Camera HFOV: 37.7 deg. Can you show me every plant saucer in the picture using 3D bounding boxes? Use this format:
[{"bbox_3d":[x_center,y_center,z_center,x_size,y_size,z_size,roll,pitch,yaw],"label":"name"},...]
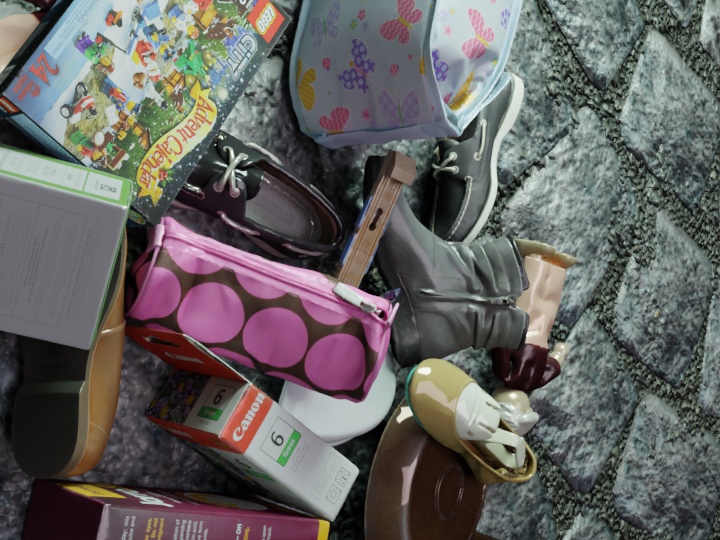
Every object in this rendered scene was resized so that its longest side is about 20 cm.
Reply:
[{"bbox_3d":[0.071,0.203,0.987,0.200,0.034,0.201,-14,107,-54],"label":"plant saucer"}]

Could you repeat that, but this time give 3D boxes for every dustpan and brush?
[{"bbox_3d":[0.002,0.110,0.951,0.200,0.057,0.140,31,62,-31],"label":"dustpan and brush"}]

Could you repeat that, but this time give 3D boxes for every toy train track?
[{"bbox_3d":[0.000,0.000,0.857,0.115,0.033,0.200,22,93,-37],"label":"toy train track"}]

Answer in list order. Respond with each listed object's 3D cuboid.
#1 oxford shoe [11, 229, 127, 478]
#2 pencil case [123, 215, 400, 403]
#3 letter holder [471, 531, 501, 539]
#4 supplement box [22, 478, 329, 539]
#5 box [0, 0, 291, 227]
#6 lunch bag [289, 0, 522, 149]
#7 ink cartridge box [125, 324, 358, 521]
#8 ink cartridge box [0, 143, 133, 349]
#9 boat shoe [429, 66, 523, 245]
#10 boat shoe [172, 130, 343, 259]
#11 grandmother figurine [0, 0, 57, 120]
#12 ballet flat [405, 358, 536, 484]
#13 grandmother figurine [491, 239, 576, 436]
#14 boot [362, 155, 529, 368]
[{"bbox_3d":[-0.201,0.049,0.767,0.071,0.071,0.201,33,64,-69],"label":"oxford shoe"},{"bbox_3d":[-0.074,0.025,0.789,0.199,0.094,0.091,18,58,-6],"label":"pencil case"},{"bbox_3d":[0.161,0.374,1.065,0.200,0.100,0.142,42,67,-34],"label":"letter holder"},{"bbox_3d":[-0.137,0.212,0.786,0.200,0.110,0.086,16,81,-41],"label":"supplement box"},{"bbox_3d":[-0.148,-0.150,0.738,0.137,0.038,0.200,44,64,-33],"label":"box"},{"bbox_3d":[0.038,-0.199,0.887,0.127,0.169,0.201,26,72,-42],"label":"lunch bag"},{"bbox_3d":[-0.104,0.117,0.812,0.200,0.109,0.050,43,65,-33],"label":"ink cartridge box"},{"bbox_3d":[-0.254,-0.028,0.663,0.199,0.059,0.104,14,110,-16],"label":"ink cartridge box"},{"bbox_3d":[0.099,-0.112,1.008,0.060,0.074,0.200,28,76,-33],"label":"boat shoe"},{"bbox_3d":[-0.095,-0.066,0.835,0.200,0.060,0.074,37,68,-36],"label":"boat shoe"},{"bbox_3d":[-0.218,-0.154,0.737,0.200,0.060,0.122,-39,125,-31],"label":"grandmother figurine"},{"bbox_3d":[0.107,0.136,0.942,0.200,0.063,0.069,48,57,-49],"label":"ballet flat"},{"bbox_3d":[0.170,0.077,1.081,0.121,0.061,0.201,21,81,-30],"label":"grandmother figurine"},{"bbox_3d":[0.077,-0.017,0.952,0.131,0.070,0.201,-12,103,-4],"label":"boot"}]
